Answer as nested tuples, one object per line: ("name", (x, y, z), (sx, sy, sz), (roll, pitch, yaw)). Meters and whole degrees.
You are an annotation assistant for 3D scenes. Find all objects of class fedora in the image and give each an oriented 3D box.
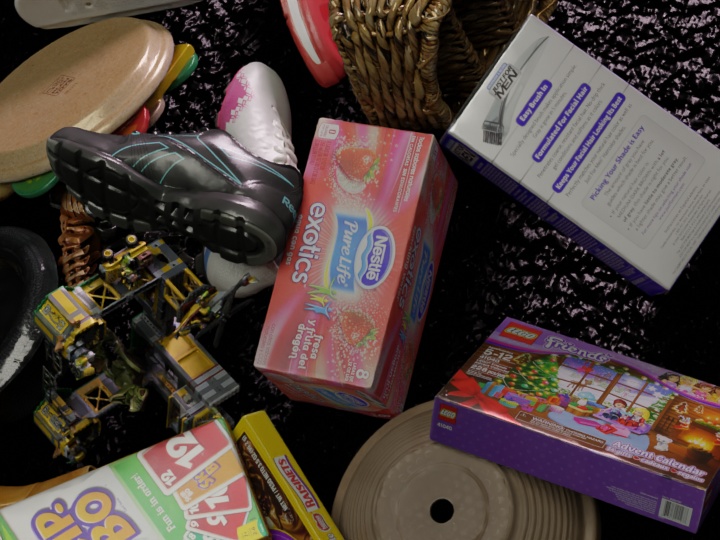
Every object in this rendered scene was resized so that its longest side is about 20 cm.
("fedora", (-0.292, 0.065, 1.509), (0.200, 0.092, 0.201), (-22, 48, 27))

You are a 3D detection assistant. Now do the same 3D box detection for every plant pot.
("plant pot", (0.067, 0.181, 1.387), (0.200, 0.093, 0.202), (-4, 72, 14))

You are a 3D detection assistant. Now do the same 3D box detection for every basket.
("basket", (0.069, -0.185, 1.446), (0.148, 0.200, 0.143), (-6, 70, 13))

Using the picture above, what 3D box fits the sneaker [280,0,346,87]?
("sneaker", (-0.006, -0.250, 1.556), (0.115, 0.078, 0.201), (-15, 70, 11))

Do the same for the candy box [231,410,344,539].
("candy box", (-0.050, 0.212, 1.414), (0.200, 0.026, 0.102), (56, 136, 23))

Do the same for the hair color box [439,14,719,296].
("hair color box", (0.170, -0.083, 1.427), (0.200, 0.065, 0.109), (36, 84, -1))

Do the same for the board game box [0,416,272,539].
("board game box", (-0.173, 0.188, 1.400), (0.199, 0.030, 0.096), (-23, 72, 1))

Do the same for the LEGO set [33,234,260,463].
("LEGO set", (-0.157, 0.080, 1.431), (0.153, 0.200, 0.116), (-28, 62, -36))

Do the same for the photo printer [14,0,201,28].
("photo printer", (-0.204, -0.306, 1.617), (0.166, 0.070, 0.201), (-8, 60, 10))

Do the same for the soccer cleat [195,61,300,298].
("soccer cleat", (-0.070, -0.073, 1.504), (0.086, 0.070, 0.201), (-12, 61, 40))

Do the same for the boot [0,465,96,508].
("boot", (-0.257, 0.180, 1.471), (0.144, 0.071, 0.202), (-35, 78, 20))

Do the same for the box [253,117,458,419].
("box", (0.000, 0.000, 1.460), (0.094, 0.103, 0.201), (10, 74, 17))

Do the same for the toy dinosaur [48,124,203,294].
("toy dinosaur", (-0.186, -0.046, 1.525), (0.135, 0.102, 0.201), (-1, 67, 16))

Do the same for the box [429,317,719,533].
("box", (0.166, 0.104, 1.368), (0.199, 0.137, 0.039), (18, 120, 19))

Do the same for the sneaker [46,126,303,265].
("sneaker", (-0.136, -0.068, 1.436), (0.199, 0.076, 0.079), (21, 57, 11))

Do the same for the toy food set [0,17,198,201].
("toy food set", (-0.228, -0.129, 1.546), (0.197, 0.049, 0.200), (-2, 43, 41))
